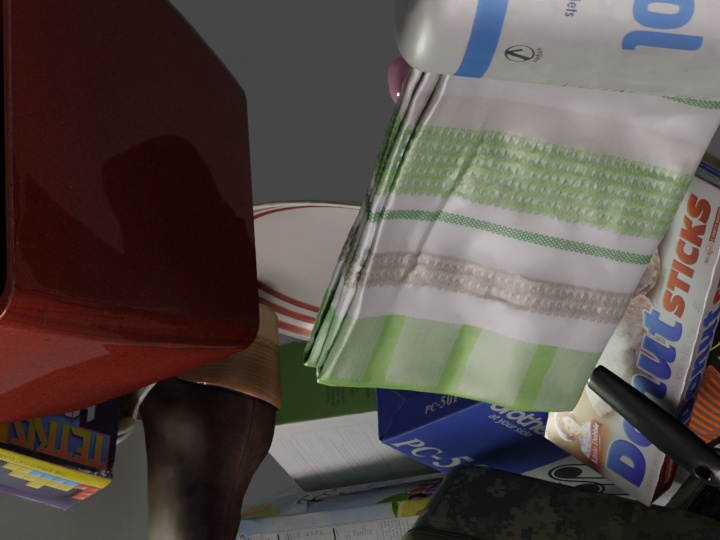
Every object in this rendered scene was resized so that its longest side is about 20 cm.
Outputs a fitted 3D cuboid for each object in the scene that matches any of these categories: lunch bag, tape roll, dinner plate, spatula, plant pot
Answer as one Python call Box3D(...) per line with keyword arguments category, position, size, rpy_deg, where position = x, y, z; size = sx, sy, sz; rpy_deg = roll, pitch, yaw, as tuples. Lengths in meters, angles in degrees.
Box3D(category="lunch bag", position=(0.100, 0.214, 0.957), size=(0.199, 0.168, 0.140), rpy_deg=(11, 132, 27))
Box3D(category="tape roll", position=(-0.223, 0.165, 1.210), size=(0.201, 0.140, 0.203), rpy_deg=(2, 151, 1))
Box3D(category="dinner plate", position=(0.000, 0.000, 0.993), size=(0.199, 0.024, 0.200), rpy_deg=(8, 158, 3))
Box3D(category="spatula", position=(0.100, 0.046, 0.894), size=(0.199, 0.021, 0.057), rpy_deg=(33, 143, 10))
Box3D(category="plant pot", position=(-0.154, -0.028, 0.811), size=(0.199, 0.201, 0.176), rpy_deg=(-21, 153, 36))

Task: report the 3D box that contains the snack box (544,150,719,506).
Box3D(category="snack box", position=(0.140, 0.023, 0.888), size=(0.072, 0.024, 0.201), rpy_deg=(32, 135, 29))

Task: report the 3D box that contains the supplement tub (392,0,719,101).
Box3D(category="supplement tub", position=(0.116, -0.130, 0.658), size=(0.198, 0.133, 0.132), rpy_deg=(4, 151, -4))

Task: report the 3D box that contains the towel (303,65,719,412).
Box3D(category="towel", position=(0.071, -0.020, 0.801), size=(0.148, 0.031, 0.201), rpy_deg=(9, 123, -19))

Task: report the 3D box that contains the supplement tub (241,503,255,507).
Box3D(category="supplement tub", position=(-0.031, 0.267, 1.317), size=(0.199, 0.123, 0.123), rpy_deg=(27, 163, 29))

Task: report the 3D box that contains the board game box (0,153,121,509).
Box3D(category="board game box", position=(-0.214, 0.013, 0.904), size=(0.199, 0.166, 0.057), rpy_deg=(22, 147, -31))

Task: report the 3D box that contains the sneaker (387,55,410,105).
Box3D(category="sneaker", position=(0.076, -0.029, 0.883), size=(0.079, 0.096, 0.200), rpy_deg=(-19, 146, 28))

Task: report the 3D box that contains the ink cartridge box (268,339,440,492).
Box3D(category="ink cartridge box", position=(0.040, 0.081, 1.120), size=(0.198, 0.060, 0.104), rpy_deg=(-9, 149, 15))

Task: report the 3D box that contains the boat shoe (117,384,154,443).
Box3D(category="boat shoe", position=(-0.159, 0.070, 1.041), size=(0.071, 0.070, 0.200), rpy_deg=(11, 137, -43))

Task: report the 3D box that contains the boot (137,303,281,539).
Box3D(category="boot", position=(-0.115, 0.115, 1.065), size=(0.072, 0.168, 0.200), rpy_deg=(20, 157, -25))

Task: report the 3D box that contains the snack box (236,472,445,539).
Box3D(category="snack box", position=(0.026, 0.169, 1.192), size=(0.199, 0.068, 0.168), rpy_deg=(-12, -179, 25))

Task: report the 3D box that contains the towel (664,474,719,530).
Box3D(category="towel", position=(0.260, 0.081, 0.999), size=(0.035, 0.200, 0.193), rpy_deg=(48, 143, 2))

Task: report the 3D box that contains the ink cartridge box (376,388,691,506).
Box3D(category="ink cartridge box", position=(0.108, 0.098, 1.043), size=(0.094, 0.044, 0.200), rpy_deg=(-25, 142, 33))

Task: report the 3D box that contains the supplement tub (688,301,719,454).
Box3D(category="supplement tub", position=(0.207, 0.019, 0.931), size=(0.122, 0.123, 0.200), rpy_deg=(15, 149, -22))
